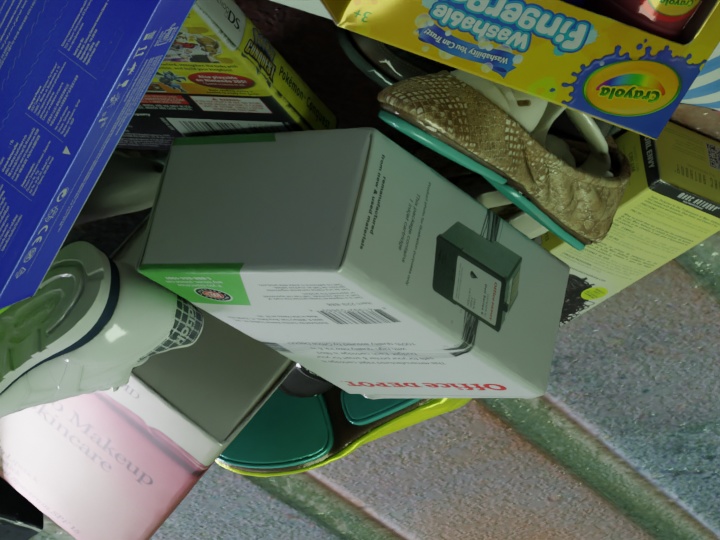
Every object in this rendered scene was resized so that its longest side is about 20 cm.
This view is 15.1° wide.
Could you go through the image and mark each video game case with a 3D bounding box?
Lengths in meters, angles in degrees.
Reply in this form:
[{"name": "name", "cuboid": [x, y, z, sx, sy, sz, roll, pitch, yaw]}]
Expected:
[{"name": "video game case", "cuboid": [-0.135, -0.112, 1.428, 0.200, 0.026, 0.181, 3, 159, 25]}]

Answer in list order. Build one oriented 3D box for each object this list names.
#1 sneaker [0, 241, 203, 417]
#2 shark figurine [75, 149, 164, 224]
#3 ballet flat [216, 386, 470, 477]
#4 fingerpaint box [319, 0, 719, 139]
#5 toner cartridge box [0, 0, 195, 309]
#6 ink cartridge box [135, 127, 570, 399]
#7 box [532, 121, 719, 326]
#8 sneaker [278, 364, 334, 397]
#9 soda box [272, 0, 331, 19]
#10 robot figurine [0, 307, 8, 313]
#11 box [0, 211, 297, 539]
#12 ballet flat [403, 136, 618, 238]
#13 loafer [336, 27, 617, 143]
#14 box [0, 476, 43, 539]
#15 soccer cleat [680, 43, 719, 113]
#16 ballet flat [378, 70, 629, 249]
[{"name": "sneaker", "cuboid": [-0.174, 0.049, 1.535, 0.080, 0.076, 0.200, 19, 153, -35]}, {"name": "shark figurine", "cuboid": [-0.219, -0.013, 1.595, 0.214, 0.090, 0.128, -29, 140, 33]}, {"name": "ballet flat", "cuboid": [-0.007, 0.097, 1.829, 0.200, 0.067, 0.067, -21, 159, 24]}, {"name": "fingerpaint box", "cuboid": [0.098, -0.172, 1.310, 0.200, 0.073, 0.167, 18, 116, -31]}, {"name": "toner cartridge box", "cuboid": [-0.164, -0.086, 1.333, 0.200, 0.095, 0.043, -58, 164, 25]}, {"name": "ink cartridge box", "cuboid": [0.000, 0.000, 1.491, 0.146, 0.084, 0.200, -1, 158, 37]}, {"name": "box", "cuboid": [0.137, -0.020, 1.659, 0.075, 0.050, 0.200, 18, 142, -34]}, {"name": "sneaker", "cuboid": [-0.007, 0.046, 1.714, 0.076, 0.088, 0.200, 11, 146, -23]}, {"name": "soda box", "cuboid": [0.001, -0.169, 1.377, 0.200, 0.064, 0.068, 14, 145, -29]}, {"name": "robot figurine", "cuboid": [-0.253, -0.023, 1.486, 0.116, 0.175, 0.200, -16, 144, -37]}, {"name": "box", "cuboid": [-0.137, 0.076, 1.677, 0.128, 0.109, 0.200, 39, 143, 0]}, {"name": "ballet flat", "cuboid": [0.054, -0.040, 1.593, 0.200, 0.065, 0.071, -14, 139, 18]}, {"name": "loafer", "cuboid": [0.074, -0.117, 1.486, 0.200, 0.072, 0.063, 17, 125, -43]}, {"name": "box", "cuboid": [-0.347, 0.133, 1.792, 0.197, 0.117, 0.200, 24, 139, -39]}, {"name": "soccer cleat", "cuboid": [0.214, -0.121, 1.480, 0.200, 0.070, 0.086, 6, 133, -25]}, {"name": "ballet flat", "cuboid": [0.080, -0.073, 1.426, 0.065, 0.071, 0.200, -56, 145, 4]}]
